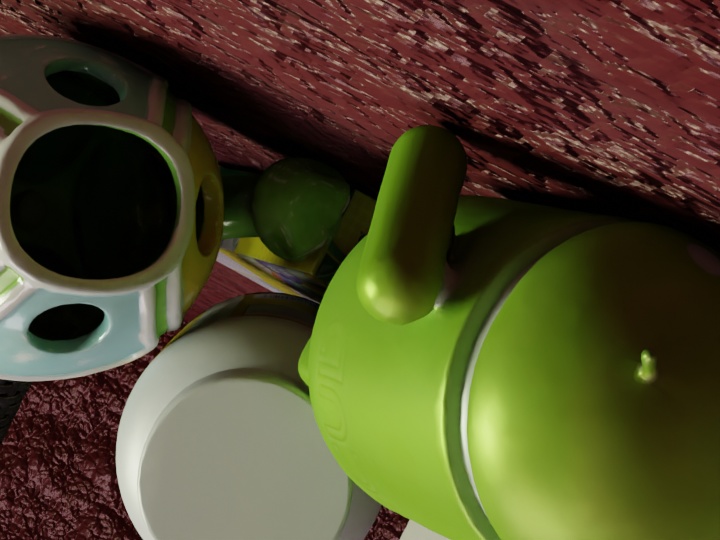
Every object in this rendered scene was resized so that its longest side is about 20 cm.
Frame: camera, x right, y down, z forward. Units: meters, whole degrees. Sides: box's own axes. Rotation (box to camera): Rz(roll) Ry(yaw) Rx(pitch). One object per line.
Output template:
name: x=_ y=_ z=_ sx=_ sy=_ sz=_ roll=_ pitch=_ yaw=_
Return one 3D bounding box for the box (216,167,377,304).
box: x=0.000 y=0.000 z=0.839 sx=0.117 sy=0.049 sz=0.200 roll=29 pitch=175 yaw=-27

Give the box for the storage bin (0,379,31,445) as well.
storage bin: x=-0.202 y=-0.017 z=0.862 sx=0.134 sy=0.094 sz=0.200 roll=26 pitch=-154 yaw=-9

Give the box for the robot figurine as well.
robot figurine: x=0.058 y=0.037 z=0.584 sx=0.175 sy=0.116 sz=0.200 roll=42 pitch=167 yaw=-25

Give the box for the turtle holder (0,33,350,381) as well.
turtle holder: x=-0.108 y=-0.016 z=0.708 sx=0.185 sy=0.142 sz=0.131 roll=31 pitch=166 yaw=-24

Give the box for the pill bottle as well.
pill bottle: x=-0.043 y=0.072 z=0.749 sx=0.111 sy=0.113 sz=0.200 roll=26 pitch=-176 yaw=-2

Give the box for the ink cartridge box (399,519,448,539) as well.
ink cartridge box: x=0.132 y=0.139 z=0.984 sx=0.083 sy=0.148 sz=0.199 roll=17 pitch=170 yaw=47
